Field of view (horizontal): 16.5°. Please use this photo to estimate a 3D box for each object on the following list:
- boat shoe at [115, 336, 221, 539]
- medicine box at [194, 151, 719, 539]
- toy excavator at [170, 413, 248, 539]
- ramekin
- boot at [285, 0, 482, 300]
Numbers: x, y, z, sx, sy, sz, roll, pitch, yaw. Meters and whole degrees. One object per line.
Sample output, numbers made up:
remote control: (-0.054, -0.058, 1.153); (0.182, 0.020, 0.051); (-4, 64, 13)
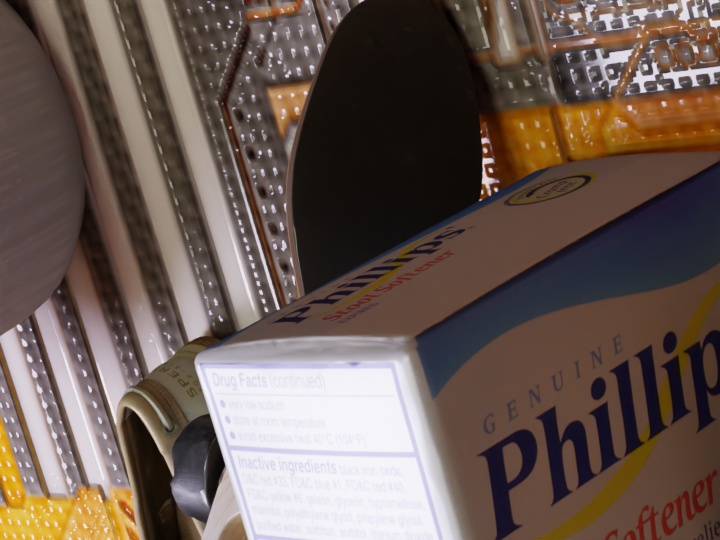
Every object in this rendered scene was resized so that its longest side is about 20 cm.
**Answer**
boat shoe: (-0.072, 0.129, 1.092); (0.073, 0.063, 0.201); (12, 119, 41)
medicine box: (0.064, 0.084, 0.838); (0.103, 0.182, 0.201); (-2, 110, 45)
toy excavator: (0.003, 0.174, 1.019); (0.099, 0.200, 0.196); (-1, 66, 46)
ramekin: (-0.213, -0.047, 1.114); (0.199, 0.105, 0.201); (24, 126, 37)
boot: (0.000, 0.000, 0.917); (0.075, 0.073, 0.202); (160, 115, -74)
